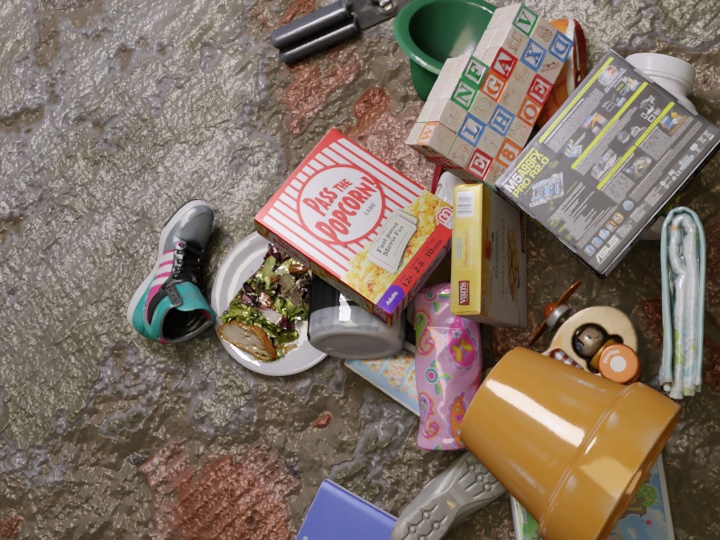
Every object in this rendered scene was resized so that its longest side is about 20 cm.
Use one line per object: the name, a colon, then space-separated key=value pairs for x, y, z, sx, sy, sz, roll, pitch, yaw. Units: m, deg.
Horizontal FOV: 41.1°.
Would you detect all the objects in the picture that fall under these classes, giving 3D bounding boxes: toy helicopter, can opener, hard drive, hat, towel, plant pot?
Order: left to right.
can opener: x=-0.026 y=-0.349 z=1.304 sx=0.199 sy=0.053 sz=0.067 roll=-20 pitch=45 yaw=13
hard drive: x=0.013 y=0.367 z=1.196 sx=0.199 sy=0.025 sz=0.133 roll=26 pitch=90 yaw=18
hat: x=0.105 y=-0.235 z=1.258 sx=0.165 sy=0.177 sz=0.200 roll=33 pitch=53 yaw=16
toy helicopter: x=0.230 y=0.100 z=1.145 sx=0.199 sy=0.079 sz=0.133 roll=-24 pitch=73 yaw=13
plant pot: x=0.215 y=0.183 z=1.038 sx=0.183 sy=0.200 sz=0.201 roll=32 pitch=92 yaw=23
towel: x=0.357 y=0.042 z=1.066 sx=0.048 sy=0.171 sz=0.201 roll=2 pitch=84 yaw=18

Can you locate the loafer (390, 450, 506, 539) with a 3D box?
loafer: x=0.116 y=0.266 z=1.158 sx=0.200 sy=0.070 sz=0.070 roll=-36 pitch=90 yaw=-10

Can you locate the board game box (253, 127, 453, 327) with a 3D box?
board game box: x=0.000 y=-0.053 z=1.119 sx=0.199 sy=0.046 sz=0.152 roll=34 pitch=72 yaw=14

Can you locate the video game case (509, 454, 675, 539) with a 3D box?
video game case: x=0.265 y=0.258 z=1.119 sx=0.181 sy=0.022 sz=0.201 roll=-6 pitch=80 yaw=1

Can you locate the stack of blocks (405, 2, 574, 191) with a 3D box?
stack of blocks: x=0.152 y=-0.208 z=1.124 sx=0.115 sy=0.059 sz=0.201 roll=29 pitch=86 yaw=-24

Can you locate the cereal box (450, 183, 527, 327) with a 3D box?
cereal box: x=0.153 y=-0.011 z=1.117 sx=0.039 sy=0.200 sz=0.145 roll=-2 pitch=83 yaw=24

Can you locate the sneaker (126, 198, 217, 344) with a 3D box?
sneaker: x=-0.229 y=0.014 z=1.268 sx=0.121 sy=0.083 sz=0.201 roll=33 pitch=100 yaw=41

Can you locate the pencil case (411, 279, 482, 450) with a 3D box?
pencil case: x=0.102 y=0.112 z=1.139 sx=0.087 sy=0.087 sz=0.201 roll=-3 pitch=90 yaw=16

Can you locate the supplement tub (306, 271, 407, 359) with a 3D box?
supplement tub: x=0.000 y=0.000 z=1.189 sx=0.122 sy=0.123 sz=0.201 roll=-3 pitch=68 yaw=16

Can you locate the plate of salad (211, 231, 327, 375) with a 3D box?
plate of salad: x=-0.110 y=0.038 z=1.267 sx=0.199 sy=0.048 sz=0.202 roll=-3 pitch=81 yaw=16

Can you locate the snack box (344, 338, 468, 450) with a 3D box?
snack box: x=0.078 y=0.143 z=1.209 sx=0.199 sy=0.024 sz=0.072 roll=33 pitch=93 yaw=18

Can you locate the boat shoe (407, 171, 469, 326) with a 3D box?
boat shoe: x=0.096 y=-0.028 z=1.212 sx=0.069 sy=0.071 sz=0.201 roll=26 pitch=96 yaw=42

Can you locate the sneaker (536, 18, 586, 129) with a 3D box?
sneaker: x=0.241 y=-0.213 z=1.198 sx=0.077 sy=0.073 sz=0.201 roll=-4 pitch=74 yaw=31

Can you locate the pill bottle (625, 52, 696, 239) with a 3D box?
pill bottle: x=0.330 y=-0.145 z=1.130 sx=0.112 sy=0.112 sz=0.201 roll=13 pitch=86 yaw=17

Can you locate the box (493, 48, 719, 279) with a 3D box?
box: x=0.273 y=-0.117 z=1.061 sx=0.160 sy=0.044 sz=0.200 roll=42 pitch=95 yaw=19
